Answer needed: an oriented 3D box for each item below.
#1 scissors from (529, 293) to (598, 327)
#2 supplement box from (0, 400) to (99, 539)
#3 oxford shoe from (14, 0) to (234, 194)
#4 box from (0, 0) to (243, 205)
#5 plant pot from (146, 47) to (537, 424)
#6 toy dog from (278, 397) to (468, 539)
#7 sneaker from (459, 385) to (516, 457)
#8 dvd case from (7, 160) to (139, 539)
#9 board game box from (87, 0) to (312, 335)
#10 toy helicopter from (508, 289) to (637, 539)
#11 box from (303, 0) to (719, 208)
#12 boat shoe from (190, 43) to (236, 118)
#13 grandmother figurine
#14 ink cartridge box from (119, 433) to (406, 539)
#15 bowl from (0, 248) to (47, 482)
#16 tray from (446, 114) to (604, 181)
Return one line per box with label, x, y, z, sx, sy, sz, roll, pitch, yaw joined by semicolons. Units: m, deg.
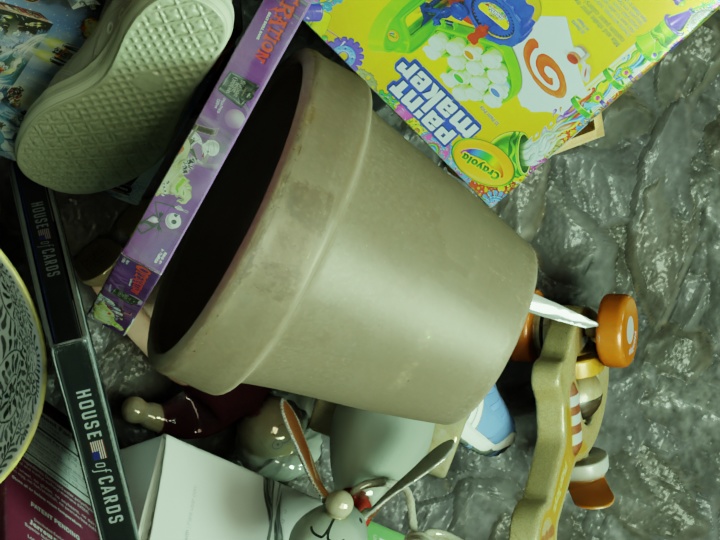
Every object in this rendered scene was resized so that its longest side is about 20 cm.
scissors;0.055;-0.003;1.742;0.199;0.014;0.073;3;85;-19
supplement box;-0.210;0.169;1.612;0.110;0.200;0.086;-35;126;20
oxford shoe;-0.123;-0.107;1.541;0.075;0.058;0.200;22;139;-20
box;-0.183;-0.127;1.577;0.200;0.040;0.137;21;125;-21
plant pot;0.000;0.000;1.605;0.174;0.200;0.201;26;95;-12
toy dog;0.012;0.096;1.673;0.132;0.200;0.097;7;119;-12
sneaker;0.047;0.038;1.786;0.077;0.076;0.200;-41;122;-5
dvd case;-0.159;0.047;1.600;0.025;0.200;0.151;-14;124;-5
board game box;-0.081;-0.068;1.530;0.032;0.120;0.200;28;69;0
toy helicopter;0.125;0.114;1.813;0.132;0.079;0.200;74;27;-45
box;0.071;-0.183;1.644;0.193;0.122;0.200;-41;112;11
boat shoe;-0.121;-0.174;1.623;0.075;0.075;0.203;-37;121;-11
grandmother figurine;-0.092;0.054;1.732;0.121;0.061;0.200;-39;119;0
ink cartridge box;-0.087;0.179;1.719;0.200;0.146;0.085;27;60;-32
bowl;-0.261;0.033;1.595;0.200;0.094;0.201;2;108;8
tray;0.085;-0.163;1.759;0.098;0.037;0.200;-21;117;-20
